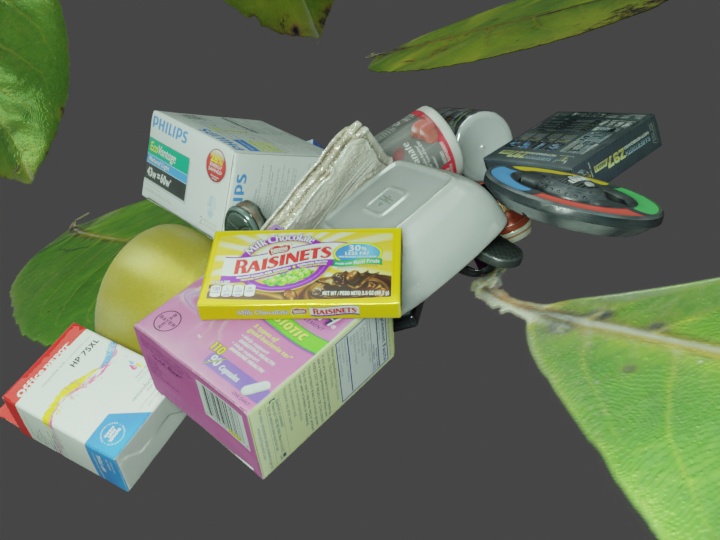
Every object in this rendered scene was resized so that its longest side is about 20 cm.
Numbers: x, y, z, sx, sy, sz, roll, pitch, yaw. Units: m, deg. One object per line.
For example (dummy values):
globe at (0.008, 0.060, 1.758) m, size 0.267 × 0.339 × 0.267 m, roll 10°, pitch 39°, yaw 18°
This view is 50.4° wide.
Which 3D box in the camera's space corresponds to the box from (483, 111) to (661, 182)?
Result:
box at (0.289, -0.165, 1.066) m, size 0.156 × 0.052 × 0.199 m, roll -32°, pitch 23°, yaw -18°

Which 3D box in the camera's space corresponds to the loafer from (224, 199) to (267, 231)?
loafer at (-0.125, -0.019, 0.984) m, size 0.071 × 0.203 × 0.063 m, roll 28°, pitch 55°, yaw 27°

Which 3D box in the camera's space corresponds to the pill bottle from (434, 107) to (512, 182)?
pill bottle at (0.156, -0.209, 1.240) m, size 0.105 × 0.108 × 0.200 m, roll -28°, pitch 21°, yaw -10°

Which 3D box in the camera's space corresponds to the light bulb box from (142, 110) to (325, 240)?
light bulb box at (-0.167, -0.132, 1.073) m, size 0.196 × 0.128 × 0.198 m, roll 29°, pitch 23°, yaw 37°

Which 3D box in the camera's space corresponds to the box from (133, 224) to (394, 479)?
box at (-0.092, 0.071, 0.778) m, size 0.174 × 0.098 × 0.199 m, roll 28°, pitch 51°, yaw 33°

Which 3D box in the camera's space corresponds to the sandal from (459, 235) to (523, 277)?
sandal at (0.124, -0.027, 0.915) m, size 0.074 × 0.049 × 0.200 m, roll 0°, pitch 18°, yaw -27°

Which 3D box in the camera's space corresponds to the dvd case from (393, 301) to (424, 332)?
dvd case at (-0.010, 0.049, 0.941) m, size 0.196 × 0.018 × 0.143 m, roll -17°, pitch 22°, yaw 21°

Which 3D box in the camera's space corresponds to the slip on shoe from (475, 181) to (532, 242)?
slip on shoe at (0.170, -0.092, 1.014) m, size 0.073 × 0.062 × 0.200 m, roll -26°, pitch 19°, yaw 0°

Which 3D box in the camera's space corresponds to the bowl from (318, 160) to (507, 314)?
bowl at (0.043, -0.051, 0.871) m, size 0.199 × 0.075 × 0.199 m, roll -39°, pitch 32°, yaw -13°

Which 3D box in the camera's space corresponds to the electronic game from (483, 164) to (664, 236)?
electronic game at (0.232, -0.083, 0.839) m, size 0.195 × 0.043 × 0.201 m, roll 10°, pitch 19°, yaw -3°

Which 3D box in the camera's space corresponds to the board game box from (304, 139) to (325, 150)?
board game box at (-0.147, -0.085, 1.212) m, size 0.196 × 0.043 × 0.204 m, roll -12°, pitch 66°, yaw 30°

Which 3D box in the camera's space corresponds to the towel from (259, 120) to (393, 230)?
towel at (-0.041, -0.078, 0.925) m, size 0.201 × 0.034 × 0.132 m, roll -51°, pitch -23°, yaw 3°

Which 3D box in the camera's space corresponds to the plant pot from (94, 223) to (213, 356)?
plant pot at (-0.195, 0.058, 0.921) m, size 0.140 × 0.204 × 0.200 m, roll 15°, pitch 41°, yaw 34°

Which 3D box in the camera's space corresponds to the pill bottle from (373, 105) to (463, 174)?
pill bottle at (0.035, -0.128, 1.047) m, size 0.198 × 0.112 × 0.111 m, roll -33°, pitch 22°, yaw -10°

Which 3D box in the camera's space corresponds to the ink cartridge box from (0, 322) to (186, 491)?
ink cartridge box at (-0.301, 0.138, 0.840) m, size 0.196 × 0.068 × 0.117 m, roll 21°, pitch 50°, yaw 19°

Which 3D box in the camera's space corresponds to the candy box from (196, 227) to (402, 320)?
candy box at (-0.056, 0.002, 0.754) m, size 0.195 × 0.027 × 0.104 m, roll -1°, pitch 45°, yaw 5°
